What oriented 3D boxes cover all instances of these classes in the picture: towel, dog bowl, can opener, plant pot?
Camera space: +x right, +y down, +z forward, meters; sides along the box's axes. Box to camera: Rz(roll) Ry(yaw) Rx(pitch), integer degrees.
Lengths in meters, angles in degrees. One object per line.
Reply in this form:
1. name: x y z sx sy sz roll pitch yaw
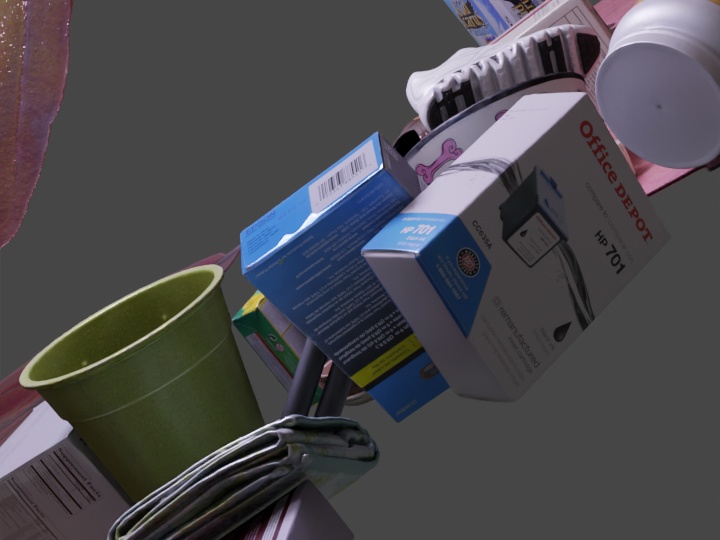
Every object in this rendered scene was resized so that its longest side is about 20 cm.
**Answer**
1. towel: -0.085 0.170 1.389 0.171 0.048 0.200 -33 -17 11
2. dog bowl: 0.139 -0.105 1.731 0.200 0.074 0.200 -25 -14 -6
3. can opener: -0.025 0.069 1.560 0.067 0.053 0.201 -165 94 -86
4. plant pot: -0.164 0.126 1.600 0.200 0.190 0.200 -27 13 7

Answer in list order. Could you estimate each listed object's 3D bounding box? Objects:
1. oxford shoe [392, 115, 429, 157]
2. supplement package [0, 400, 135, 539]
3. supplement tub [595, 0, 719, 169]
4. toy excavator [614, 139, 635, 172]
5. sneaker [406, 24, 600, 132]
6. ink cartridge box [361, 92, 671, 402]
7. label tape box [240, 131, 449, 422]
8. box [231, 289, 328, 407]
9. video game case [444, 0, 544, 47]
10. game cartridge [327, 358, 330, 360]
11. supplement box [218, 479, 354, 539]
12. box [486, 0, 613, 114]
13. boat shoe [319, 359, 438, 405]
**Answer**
1. oxford shoe: 0.054 -0.120 1.855 0.073 0.071 0.200 -24 -7 -22
2. supplement package: -0.254 0.198 1.754 0.200 0.147 0.191 -31 14 34
3. supplement tub: 0.296 -0.190 1.536 0.144 0.145 0.200 -25 18 50
4. toy excavator: 0.158 -0.044 1.590 0.199 0.100 0.194 -24 11 1
5. sneaker: 0.136 -0.195 1.761 0.199 0.075 0.081 -21 33 -15
6. ink cartridge box: 0.121 -0.020 1.394 0.200 0.147 0.086 -43 22 -22
7. label tape box: 0.021 0.009 1.462 0.144 0.200 0.063 -35 31 16
8. box: -0.033 0.031 1.792 0.048 0.117 0.200 -27 15 43
9. video game case: 0.185 -0.273 2.134 0.045 0.181 0.200 -40 11 -7
10. game cartridge: 0.000 0.000 1.773 0.038 0.130 0.200 -27 16 45
11. supplement box: -0.105 0.244 1.312 0.200 0.061 0.109 -35 10 17
12. box: 0.188 -0.197 1.965 0.200 0.128 0.109 -36 11 13
13. boat shoe: 0.020 0.064 1.603 0.200 0.072 0.076 -25 17 51
